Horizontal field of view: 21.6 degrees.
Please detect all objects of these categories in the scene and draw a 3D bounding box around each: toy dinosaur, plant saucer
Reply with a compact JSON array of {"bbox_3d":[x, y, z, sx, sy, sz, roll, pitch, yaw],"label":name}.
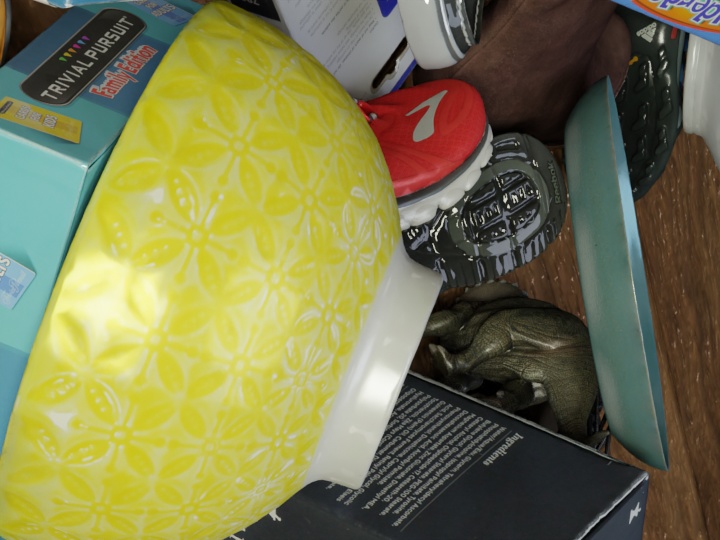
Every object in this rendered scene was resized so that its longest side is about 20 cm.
[{"bbox_3d":[0.084,0.043,1.024,0.102,0.200,0.077,-23,104,-24],"label":"toy dinosaur"},{"bbox_3d":[0.128,0.003,0.947,0.200,0.027,0.200,-9,90,-79],"label":"plant saucer"}]

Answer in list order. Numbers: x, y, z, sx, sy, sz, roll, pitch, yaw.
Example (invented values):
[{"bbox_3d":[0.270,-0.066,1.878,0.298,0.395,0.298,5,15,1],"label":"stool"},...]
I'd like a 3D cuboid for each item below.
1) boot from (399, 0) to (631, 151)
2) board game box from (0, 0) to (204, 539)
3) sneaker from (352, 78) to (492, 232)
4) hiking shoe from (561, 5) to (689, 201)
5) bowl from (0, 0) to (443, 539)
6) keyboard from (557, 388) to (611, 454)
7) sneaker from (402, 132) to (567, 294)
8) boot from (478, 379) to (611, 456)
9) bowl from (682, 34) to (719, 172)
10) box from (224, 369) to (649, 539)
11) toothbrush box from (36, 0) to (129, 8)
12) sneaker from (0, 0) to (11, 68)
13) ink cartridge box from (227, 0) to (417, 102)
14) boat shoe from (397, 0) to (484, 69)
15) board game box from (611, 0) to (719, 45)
[{"bbox_3d":[0.110,-0.122,0.945,0.200,0.072,0.166,-29,169,-41],"label":"boot"},{"bbox_3d":[-0.115,0.014,0.653,0.151,0.047,0.200,-64,175,-63],"label":"board game box"},{"bbox_3d":[-0.026,-0.056,0.790,0.200,0.077,0.085,-19,119,-31],"label":"sneaker"},{"bbox_3d":[0.171,-0.133,1.115,0.087,0.074,0.200,-40,144,-51],"label":"hiking shoe"},{"bbox_3d":[-0.035,0.018,0.646,0.200,0.108,0.200,21,90,-88],"label":"bowl"},{"bbox_3d":[0.119,0.115,1.054,0.104,0.040,0.200,97,19,-71],"label":"keyboard"},{"bbox_3d":[0.000,0.000,0.888,0.200,0.091,0.076,-25,101,-16],"label":"sneaker"},{"bbox_3d":[0.077,0.099,1.136,0.200,0.075,0.097,-18,102,-49],"label":"boot"},{"bbox_3d":[0.236,-0.122,1.078,0.201,0.090,0.201,8,90,-76],"label":"bowl"},{"bbox_3d":[0.023,0.168,0.929,0.124,0.196,0.200,-37,137,-45],"label":"box"},{"bbox_3d":[-0.099,-0.191,0.542,0.085,0.146,0.200,-19,123,-54],"label":"toothbrush box"},{"bbox_3d":[-0.168,-0.014,0.625,0.200,0.078,0.077,-65,164,-1],"label":"sneaker"},{"bbox_3d":[-0.020,-0.148,0.816,0.100,0.039,0.200,-55,147,-24],"label":"ink cartridge box"},{"bbox_3d":[0.046,-0.187,0.814,0.069,0.057,0.200,24,65,-71],"label":"boat shoe"},{"bbox_3d":[0.143,-0.200,0.873,0.152,0.045,0.200,18,52,-28],"label":"board game box"}]
